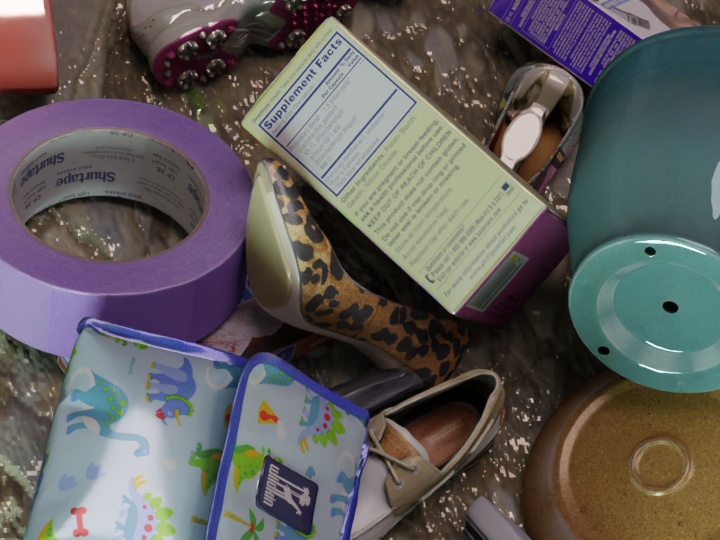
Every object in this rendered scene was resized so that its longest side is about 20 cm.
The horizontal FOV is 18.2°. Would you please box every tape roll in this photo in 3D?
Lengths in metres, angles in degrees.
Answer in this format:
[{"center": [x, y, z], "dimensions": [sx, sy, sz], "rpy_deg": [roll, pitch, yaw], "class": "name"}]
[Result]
[{"center": [-0.174, -0.030, 1.543], "dimensions": [0.199, 0.066, 0.201], "rpy_deg": [5, 44, -5], "class": "tape roll"}]

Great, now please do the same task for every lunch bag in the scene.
[{"center": [-0.101, 0.141, 1.396], "dimensions": [0.199, 0.128, 0.171], "rpy_deg": [15, 61, -7], "class": "lunch bag"}]

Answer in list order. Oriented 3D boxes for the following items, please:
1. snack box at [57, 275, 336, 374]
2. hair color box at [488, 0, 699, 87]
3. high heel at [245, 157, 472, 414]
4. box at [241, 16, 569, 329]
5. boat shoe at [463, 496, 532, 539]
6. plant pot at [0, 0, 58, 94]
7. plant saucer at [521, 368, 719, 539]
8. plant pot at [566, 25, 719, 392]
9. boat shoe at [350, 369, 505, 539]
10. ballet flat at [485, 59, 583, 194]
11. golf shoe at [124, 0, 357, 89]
[{"center": [-0.104, 0.047, 1.545], "dimensions": [0.199, 0.024, 0.072], "rpy_deg": [-23, 59, -30], "class": "snack box"}, {"center": [0.212, -0.180, 1.779], "dimensions": [0.200, 0.065, 0.109], "rpy_deg": [39, 29, 14], "class": "hair color box"}, {"center": [0.000, 0.000, 1.527], "dimensions": [0.142, 0.201, 0.071], "rpy_deg": [-24, 21, -28], "class": "high heel"}, {"center": [0.040, -0.063, 1.560], "dimensions": [0.200, 0.176, 0.097], "rpy_deg": [43, 96, 13], "class": "box"}, {"center": [0.120, 0.230, 1.437], "dimensions": [0.057, 0.069, 0.200], "rpy_deg": [-41, 60, 3], "class": "boat shoe"}, {"center": [-0.314, -0.214, 1.599], "dimensions": [0.176, 0.201, 0.201], "rpy_deg": [-7, 53, -9], "class": "plant pot"}, {"center": [0.200, 0.136, 1.492], "dimensions": [0.199, 0.035, 0.201], "rpy_deg": [-9, 59, 14], "class": "plant saucer"}, {"center": [0.225, -0.028, 1.500], "dimensions": [0.199, 0.201, 0.188], "rpy_deg": [22, 45, 2], "class": "plant pot"}, {"center": [0.018, 0.127, 1.486], "dimensions": [0.075, 0.069, 0.200], "rpy_deg": [42, 54, 16], "class": "boat shoe"}, {"center": [0.131, -0.108, 1.712], "dimensions": [0.069, 0.071, 0.200], "rpy_deg": [24, 49, 5], "class": "ballet flat"}, {"center": [-0.090, -0.210, 1.731], "dimensions": [0.199, 0.076, 0.092], "rpy_deg": [-21, 57, -31], "class": "golf shoe"}]
